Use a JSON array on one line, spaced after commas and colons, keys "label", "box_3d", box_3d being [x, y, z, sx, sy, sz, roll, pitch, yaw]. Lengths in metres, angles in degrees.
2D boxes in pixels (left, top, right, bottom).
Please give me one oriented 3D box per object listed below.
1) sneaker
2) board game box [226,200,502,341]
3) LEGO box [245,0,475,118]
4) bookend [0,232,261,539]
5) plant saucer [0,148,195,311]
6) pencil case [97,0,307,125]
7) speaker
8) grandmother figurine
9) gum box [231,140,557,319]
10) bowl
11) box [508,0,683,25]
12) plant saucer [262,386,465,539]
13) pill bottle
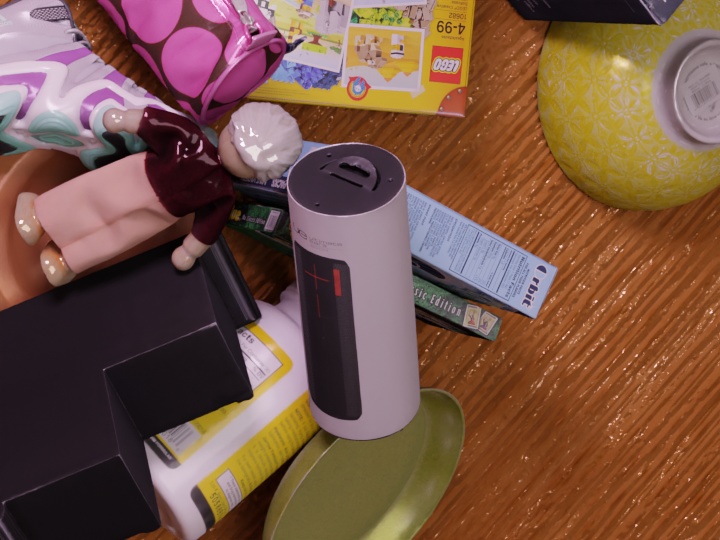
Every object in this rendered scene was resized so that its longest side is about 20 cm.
[{"label": "sneaker", "box_3d": [-0.191, -0.143, 1.630, 0.198, 0.078, 0.141, 10, 62, -16]}, {"label": "board game box", "box_3d": [0.000, 0.000, 1.744, 0.199, 0.105, 0.024, 26, 87, -27]}, {"label": "LEGO box", "box_3d": [-0.021, -0.194, 1.723, 0.199, 0.077, 0.150, 3, 95, -26]}, {"label": "bookend", "box_3d": [-0.155, 0.095, 1.587, 0.199, 0.199, 0.092, -23, 131, 2]}, {"label": "plant saucer", "box_3d": [-0.195, -0.026, 1.683, 0.199, 0.037, 0.202, -3, 98, -25]}, {"label": "pencil case", "box_3d": [-0.133, -0.201, 1.611, 0.091, 0.094, 0.200, -36, 77, -26]}, {"label": "speaker", "box_3d": [-0.003, 0.015, 1.593, 0.081, 0.081, 0.201, -23, 133, -21]}, {"label": "grandmother figurine", "box_3d": [-0.131, -0.060, 1.575, 0.199, 0.061, 0.122, -21, 125, 16]}, {"label": "gum box", "box_3d": [0.018, -0.034, 1.712, 0.199, 0.170, 0.045, 28, 84, -26]}, {"label": "bowl", "box_3d": [0.247, -0.142, 1.844, 0.199, 0.108, 0.202, -4, 98, -25]}, {"label": "box", "box_3d": [0.157, -0.269, 1.731, 0.107, 0.200, 0.149, -48, 114, -12]}, {"label": "plant saucer", "box_3d": [-0.004, 0.162, 1.757, 0.199, 0.031, 0.201, -33, 145, -27]}, {"label": "pill bottle", "box_3d": [-0.084, 0.092, 1.711, 0.200, 0.111, 0.112, -40, 111, -16]}]
